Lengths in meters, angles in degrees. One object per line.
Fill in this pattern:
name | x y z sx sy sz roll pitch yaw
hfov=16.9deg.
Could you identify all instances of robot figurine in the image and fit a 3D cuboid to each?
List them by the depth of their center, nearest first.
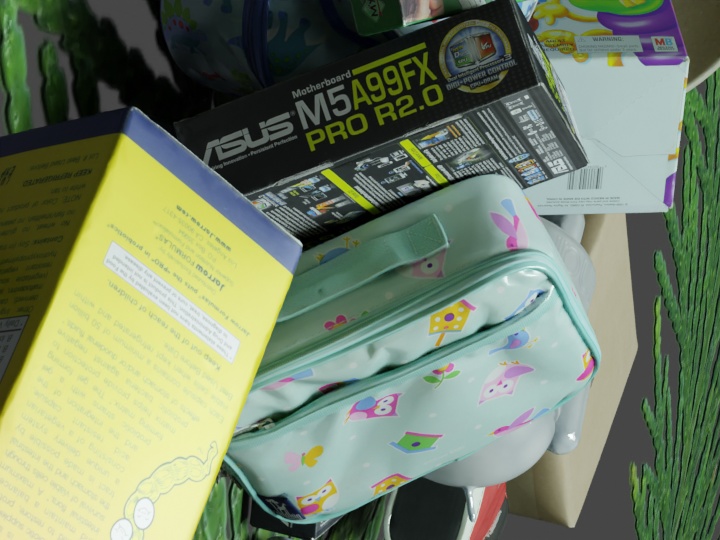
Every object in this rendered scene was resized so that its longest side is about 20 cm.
robot figurine | 0.069 0.041 1.412 0.169 0.113 0.201 31 60 -24

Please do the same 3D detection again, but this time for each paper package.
paper package | 0.122 0.049 1.725 0.201 0.103 0.191 78 30 -46

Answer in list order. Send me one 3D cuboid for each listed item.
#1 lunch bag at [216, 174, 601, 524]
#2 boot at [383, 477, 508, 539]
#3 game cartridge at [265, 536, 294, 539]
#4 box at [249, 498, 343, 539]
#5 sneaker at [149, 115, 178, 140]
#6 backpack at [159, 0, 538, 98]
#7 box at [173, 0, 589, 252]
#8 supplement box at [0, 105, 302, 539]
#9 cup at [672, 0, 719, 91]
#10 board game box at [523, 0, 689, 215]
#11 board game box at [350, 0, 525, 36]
lunch bag | 0.010 0.041 1.180 0.077 0.199 0.161 66 5 29
boot | 0.079 0.096 1.552 0.144 0.072 0.201 25 85 -73
game cartridge | 0.022 0.231 1.412 0.041 0.200 0.133 -50 160 6
box | -0.003 0.055 1.456 0.200 0.049 0.162 -31 130 -65
sneaker | -0.087 -0.032 1.174 0.200 0.070 0.082 71 18 -59
backpack | 0.001 -0.167 1.179 0.183 0.147 0.201 10 100 -50
box | 0.016 -0.058 1.127 0.200 0.159 0.045 32 39 -76
supplement box | -0.123 0.052 0.974 0.109 0.108 0.201 40 59 -34
cup | 0.145 -0.212 1.552 0.201 0.199 0.144 74 -7 -52
board game box | 0.112 -0.132 1.357 0.201 0.104 0.103 -97 -173 -51
board game box | 0.028 -0.211 1.064 0.134 0.029 0.201 -17 96 -49
